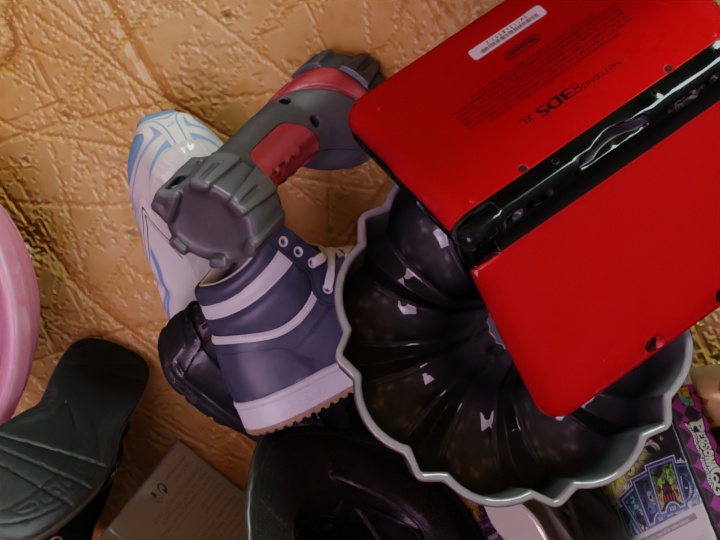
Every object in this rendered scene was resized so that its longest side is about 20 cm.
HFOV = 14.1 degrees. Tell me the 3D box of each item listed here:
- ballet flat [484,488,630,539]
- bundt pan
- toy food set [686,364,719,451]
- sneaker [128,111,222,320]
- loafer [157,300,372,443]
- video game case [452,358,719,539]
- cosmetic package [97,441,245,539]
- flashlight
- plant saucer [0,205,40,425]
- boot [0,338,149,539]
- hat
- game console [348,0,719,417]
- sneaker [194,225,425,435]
[{"bbox_3d":[0.085,0.103,1.651,0.200,0.068,0.068,54,126,29],"label":"ballet flat"},{"bbox_3d":[0.076,0.034,1.590,0.202,0.202,0.076,42,164,-2],"label":"bundt pan"},{"bbox_3d":[0.225,0.159,1.702,0.198,0.049,0.200,41,122,-1],"label":"toy food set"},{"bbox_3d":[-0.094,-0.006,1.742,0.071,0.073,0.201,-15,124,-9],"label":"sneaker"},{"bbox_3d":[-0.032,0.078,1.724,0.070,0.068,0.200,-39,125,21],"label":"loafer"},{"bbox_3d":[0.130,0.149,1.681,0.200,0.036,0.182,-33,71,40],"label":"video game case"},{"bbox_3d":[-0.104,0.258,1.840,0.200,0.123,0.200,36,122,1],"label":"cosmetic package"},{"bbox_3d":[-0.041,-0.060,1.615,0.067,0.200,0.068,-20,106,27],"label":"flashlight"},{"bbox_3d":[-0.267,0.018,1.803,0.200,0.051,0.202,12,109,38],"label":"plant saucer"},{"bbox_3d":[-0.197,0.151,1.782,0.073,0.204,0.154,24,125,5],"label":"boot"},{"bbox_3d":[-0.009,0.179,1.650,0.201,0.201,0.081,45,120,-3],"label":"hat"},{"bbox_3d":[0.122,-0.055,1.568,0.172,0.199,0.119,46,162,33],"label":"game console"},{"bbox_3d":[0.000,0.000,1.653,0.199,0.070,0.109,-30,102,-14],"label":"sneaker"}]
